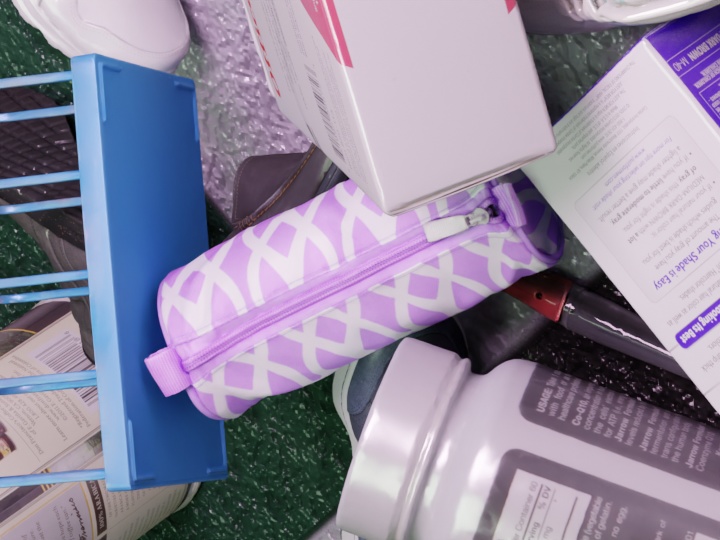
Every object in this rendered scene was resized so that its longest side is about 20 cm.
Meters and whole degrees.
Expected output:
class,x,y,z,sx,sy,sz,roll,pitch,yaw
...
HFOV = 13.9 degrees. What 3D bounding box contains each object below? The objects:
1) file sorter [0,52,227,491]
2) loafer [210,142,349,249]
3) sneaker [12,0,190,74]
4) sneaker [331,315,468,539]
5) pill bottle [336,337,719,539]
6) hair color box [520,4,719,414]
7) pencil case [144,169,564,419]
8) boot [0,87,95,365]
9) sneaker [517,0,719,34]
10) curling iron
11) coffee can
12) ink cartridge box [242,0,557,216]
class,x,y,z,sx,sy,sz,roll,pitch,yaw
file sorter,-0.149,0.008,1.424,0.122,0.139,0.201,-6,87,17
loafer,-0.038,-0.029,1.471,0.072,0.073,0.200,48,138,14
sneaker,-0.137,-0.188,1.456,0.099,0.078,0.200,-25,98,46
sneaker,0.049,0.116,1.449,0.146,0.077,0.203,51,155,40
pill bottle,0.097,0.108,1.351,0.199,0.113,0.113,20,133,6
hair color box,0.173,-0.009,1.284,0.200,0.065,0.109,53,139,6
pencil case,0.000,0.000,1.369,0.199,0.086,0.084,-28,104,20
boot,-0.158,-0.011,1.590,0.200,0.070,0.132,37,150,44
sneaker,0.112,-0.136,1.243,0.200,0.080,0.071,-13,108,52
curling iron,0.094,0.007,1.398,0.200,0.026,0.050,34,138,23
coffee can,-0.204,0.121,1.632,0.146,0.200,0.147,24,131,31
ink cartridge box,0.002,-0.125,1.286,0.200,0.082,0.147,-133,24,-69
